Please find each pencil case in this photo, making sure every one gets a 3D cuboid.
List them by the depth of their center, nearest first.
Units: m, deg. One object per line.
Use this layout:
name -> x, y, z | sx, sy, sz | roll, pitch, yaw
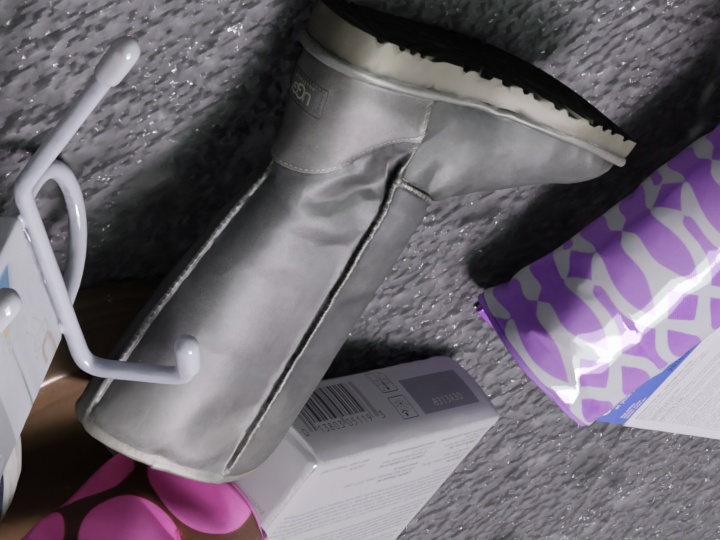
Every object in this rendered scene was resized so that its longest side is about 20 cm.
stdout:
pencil case -> -0.108, 0.149, 0.967 | 0.200, 0.093, 0.091 | -50, 142, -47
pencil case -> 0.147, -0.018, 1.113 | 0.200, 0.086, 0.084 | -39, 138, 6

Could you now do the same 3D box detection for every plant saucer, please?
plant saucer -> -0.126, 0.084, 1.054 | 0.199, 0.030, 0.201 | -23, 145, -17

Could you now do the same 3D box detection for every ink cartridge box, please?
ink cartridge box -> -0.042, 0.129, 1.141 | 0.200, 0.050, 0.161 | -50, 159, 26
ink cartridge box -> 0.201, 0.035, 1.272 | 0.199, 0.042, 0.119 | 9, 128, -51

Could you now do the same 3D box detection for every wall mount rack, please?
wall mount rack -> -0.111, 0.022, 0.847 | 0.074, 0.201, 0.174 | 5, 138, 16

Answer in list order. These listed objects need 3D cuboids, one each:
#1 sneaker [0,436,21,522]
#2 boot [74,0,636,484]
sneaker -> -0.177, 0.060, 0.906 | 0.077, 0.086, 0.201 | 2, 139, 7
boot -> 0.000, -0.001, 0.989 | 0.181, 0.073, 0.201 | 15, 108, -34
